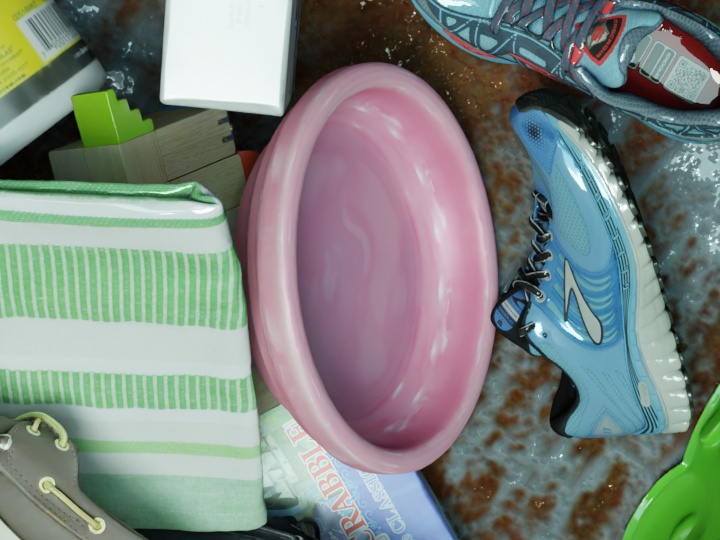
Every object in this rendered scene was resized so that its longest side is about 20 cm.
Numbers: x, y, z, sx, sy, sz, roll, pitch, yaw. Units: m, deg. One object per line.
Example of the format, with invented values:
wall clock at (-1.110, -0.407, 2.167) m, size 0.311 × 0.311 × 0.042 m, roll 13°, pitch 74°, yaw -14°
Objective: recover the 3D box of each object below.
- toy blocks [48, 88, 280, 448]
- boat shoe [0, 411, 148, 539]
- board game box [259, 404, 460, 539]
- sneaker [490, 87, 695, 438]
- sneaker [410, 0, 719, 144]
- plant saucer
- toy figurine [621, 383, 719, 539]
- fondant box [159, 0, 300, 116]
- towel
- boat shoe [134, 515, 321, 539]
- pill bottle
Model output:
toy blocks at (-0.071, -0.007, 1.085) m, size 0.100 × 0.137 × 0.201 m, roll -4°, pitch 106°, yaw 41°
boat shoe at (-0.147, 0.102, 0.990) m, size 0.060 × 0.072 × 0.200 m, roll -46°, pitch 105°, yaw -12°
board game box at (-0.042, 0.176, 1.155) m, size 0.199 × 0.041 × 0.200 m, roll -30°, pitch 98°, yaw 2°
sneaker at (0.106, 0.005, 1.109) m, size 0.090 × 0.078 × 0.201 m, roll -16°, pitch 111°, yaw 6°
sneaker at (0.117, -0.126, 1.094) m, size 0.199 × 0.096 × 0.080 m, roll 22°, pitch 96°, yaw -5°
plant saucer at (0.000, 0.000, 1.075) m, size 0.051 × 0.200 × 0.201 m, roll -5°, pitch 100°, yaw 33°
toy figurine at (0.264, 0.140, 1.133) m, size 0.184 × 0.150 × 0.200 m, roll 32°, pitch 117°, yaw -16°
fondant box at (-0.055, -0.152, 1.029) m, size 0.058 × 0.200 × 0.145 m, roll 5°, pitch 98°, yaw 0°
towel at (-0.124, 0.043, 0.993) m, size 0.152 × 0.023 × 0.200 m, roll 1°, pitch 128°, yaw 4°
boat shoe at (-0.048, 0.151, 1.098) m, size 0.199 × 0.066 × 0.075 m, roll 4°, pitch 130°, yaw 5°
pill bottle at (-0.224, -0.139, 1.051) m, size 0.114 × 0.114 × 0.200 m, roll -36°, pitch 99°, yaw 2°
